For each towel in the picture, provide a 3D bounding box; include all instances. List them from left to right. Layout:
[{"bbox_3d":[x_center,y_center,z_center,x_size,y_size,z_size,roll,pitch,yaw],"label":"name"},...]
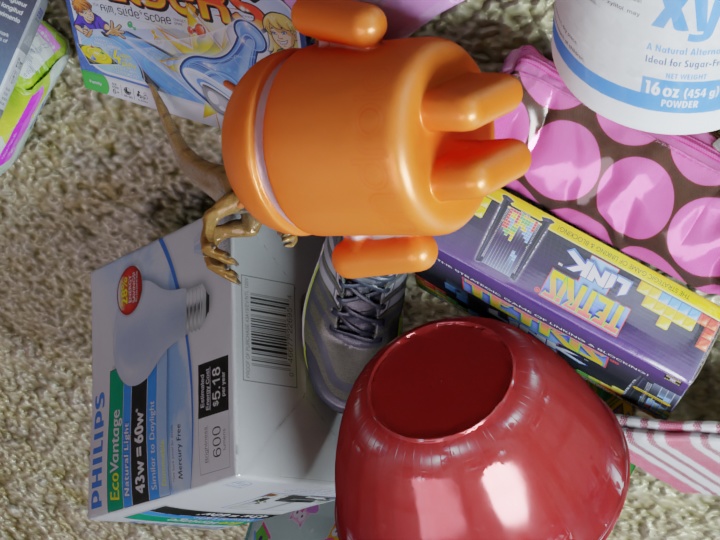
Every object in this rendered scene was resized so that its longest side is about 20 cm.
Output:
[{"bbox_3d":[0.267,0.122,1.181,0.198,0.030,0.146,-1,161,35],"label":"towel"}]

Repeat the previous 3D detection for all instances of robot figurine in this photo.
[{"bbox_3d":[0.000,-0.079,1.054,0.198,0.118,0.144,0,146,34],"label":"robot figurine"}]

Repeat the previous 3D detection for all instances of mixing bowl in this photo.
[{"bbox_3d":[0.064,0.104,1.128,0.198,0.201,0.109,10,142,30],"label":"mixing bowl"}]

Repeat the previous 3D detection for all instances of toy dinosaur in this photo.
[{"bbox_3d":[-0.082,-0.052,1.205,0.199,0.107,0.060,15,161,36],"label":"toy dinosaur"}]

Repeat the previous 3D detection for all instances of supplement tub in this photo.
[{"bbox_3d":[0.168,-0.183,0.916,0.131,0.132,0.201,21,140,19],"label":"supplement tub"}]

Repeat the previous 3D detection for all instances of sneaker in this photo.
[{"bbox_3d":[0.000,0.000,1.190,0.073,0.081,0.202,8,101,1],"label":"sneaker"}]

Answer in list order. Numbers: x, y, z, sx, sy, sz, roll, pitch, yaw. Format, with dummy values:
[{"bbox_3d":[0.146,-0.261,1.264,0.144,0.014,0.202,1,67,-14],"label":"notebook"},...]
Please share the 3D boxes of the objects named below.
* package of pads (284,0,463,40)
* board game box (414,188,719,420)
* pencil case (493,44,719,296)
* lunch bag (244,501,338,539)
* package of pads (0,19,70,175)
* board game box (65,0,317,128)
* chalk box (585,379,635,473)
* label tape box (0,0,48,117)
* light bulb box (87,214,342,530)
[{"bbox_3d":[-0.021,-0.221,1.067,0.200,0.076,0.120,45,138,-11],"label":"package of pads"},{"bbox_3d":[0.129,0.018,1.153,0.199,0.057,0.165,29,172,11],"label":"board game box"},{"bbox_3d":[0.161,-0.065,1.077,0.199,0.091,0.094,26,149,17],"label":"pencil case"},{"bbox_3d":[-0.005,0.204,1.423,0.077,0.162,0.199,36,146,-32],"label":"lunch bag"},{"bbox_3d":[-0.326,-0.176,1.352,0.199,0.068,0.155,39,142,-3],"label":"package of pads"},{"bbox_3d":[-0.111,-0.163,1.227,0.198,0.035,0.136,17,138,23],"label":"board game box"},{"bbox_3d":[0.099,0.152,1.251,0.124,0.201,0.125,13,136,26],"label":"chalk box"},{"bbox_3d":[-0.299,-0.185,1.250,0.142,0.202,0.066,23,177,-5],"label":"label tape box"},{"bbox_3d":[-0.099,0.077,1.310,0.124,0.201,0.199,11,158,-37],"label":"light bulb box"}]
